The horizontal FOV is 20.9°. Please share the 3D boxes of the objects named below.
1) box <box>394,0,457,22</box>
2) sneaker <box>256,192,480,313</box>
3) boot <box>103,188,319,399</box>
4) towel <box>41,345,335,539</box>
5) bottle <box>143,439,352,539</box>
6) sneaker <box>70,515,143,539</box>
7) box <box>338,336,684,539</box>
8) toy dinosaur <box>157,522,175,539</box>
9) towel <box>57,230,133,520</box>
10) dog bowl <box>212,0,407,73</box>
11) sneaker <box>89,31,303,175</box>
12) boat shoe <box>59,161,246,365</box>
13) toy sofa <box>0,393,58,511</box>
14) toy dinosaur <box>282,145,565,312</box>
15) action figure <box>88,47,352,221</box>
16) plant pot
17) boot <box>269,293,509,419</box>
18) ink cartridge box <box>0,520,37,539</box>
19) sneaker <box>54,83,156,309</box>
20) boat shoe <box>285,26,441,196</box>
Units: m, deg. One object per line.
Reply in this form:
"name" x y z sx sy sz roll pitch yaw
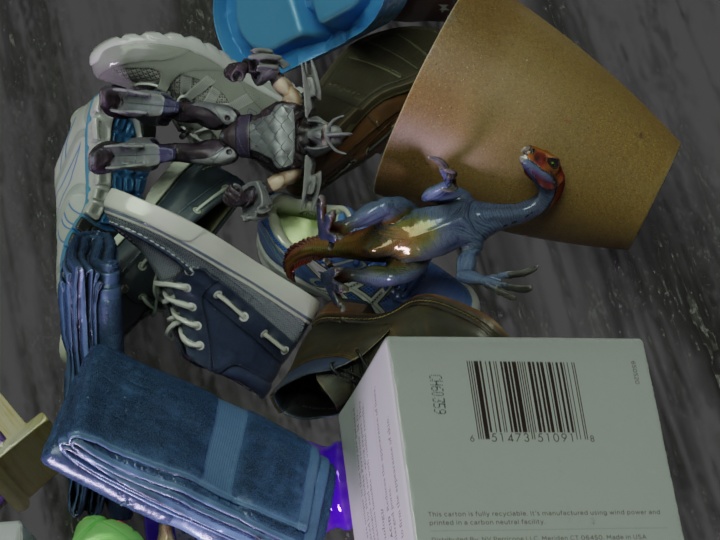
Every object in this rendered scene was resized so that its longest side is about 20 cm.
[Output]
"box" 0.048 -0.317 1.684 0.100 0.075 0.201 4 65 12
"sneaker" 0.000 0.000 1.526 0.199 0.077 0.076 22 67 18
"boot" -0.125 0.020 1.476 0.091 0.200 0.073 -62 29 -6
"towel" -0.113 0.129 1.352 0.199 0.049 0.112 26 40 -12
"bottle" -0.061 0.167 1.456 0.199 0.065 0.084 -9 67 5
"sneaker" -0.170 0.263 1.362 0.076 0.201 0.084 6 38 41
"box" 0.103 0.161 1.359 0.198 0.131 0.201 1 61 -16
"toy dinosaur" -0.103 0.258 1.398 0.058 0.200 0.101 -44 21 -12
"towel" -0.198 0.078 1.448 0.048 0.112 0.201 -3 105 -7
"dog bowl" -0.037 -0.230 1.609 0.199 0.049 0.112 -22 82 41
"sneaker" -0.126 -0.132 1.577 0.199 0.075 0.082 19 72 -18
"boat shoe" -0.162 -0.001 1.538 0.062 0.075 0.200 28 69 17
"toy sofa" -0.323 0.099 1.527 0.097 0.083 0.200 -39 63 -12
"toy dinosaur" 0.054 -0.045 1.439 0.181 0.106 0.200 -18 18 -23
"action figure" -0.103 -0.103 1.497 0.199 0.069 0.131 2 84 12
"plant pot" 0.138 -0.099 1.512 0.199 0.187 0.187 27 70 5
"boot" 0.020 0.074 1.444 0.199 0.075 0.097 -2 40 49
"ink cartridge box" -0.275 0.278 1.359 0.144 0.200 0.145 -6 62 7
"sneaker" -0.220 -0.050 1.604 0.086 0.075 0.201 -10 67 50
"boat shoe" 0.000 -0.132 1.601 0.072 0.068 0.200 32 51 30
